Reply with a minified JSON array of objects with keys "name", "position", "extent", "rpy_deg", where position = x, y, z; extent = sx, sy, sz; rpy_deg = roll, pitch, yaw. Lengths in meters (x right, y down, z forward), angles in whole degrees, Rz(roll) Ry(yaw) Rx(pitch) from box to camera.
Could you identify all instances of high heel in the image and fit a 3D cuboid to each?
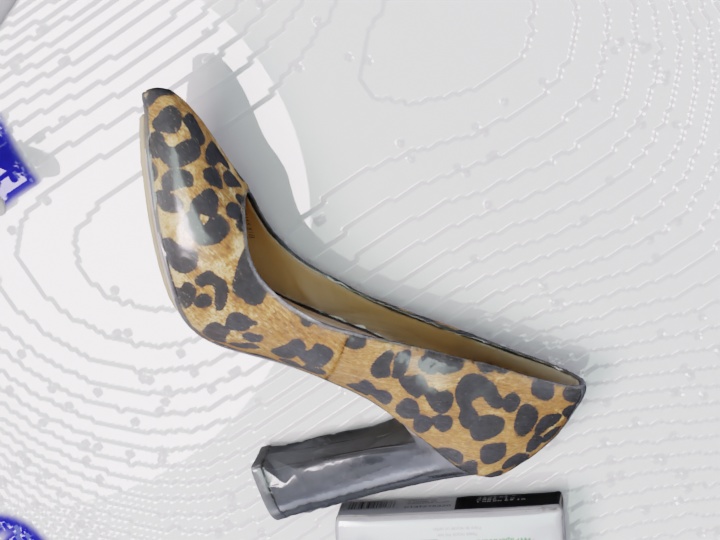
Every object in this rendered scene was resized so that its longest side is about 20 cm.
[{"name":"high heel","position":[0.000,0.000,1.183],"extent":[0.142,0.071,0.200],"rpy_deg":[-16,114,14]}]

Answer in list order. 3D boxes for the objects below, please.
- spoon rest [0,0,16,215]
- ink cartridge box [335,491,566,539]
[{"name":"spoon rest","position":[-0.156,-0.125,1.187],"extent":[0.099,0.061,0.200],"rpy_deg":[7,95,-23]},{"name":"ink cartridge box","position":[0.043,0.193,1.237],"extent":[0.095,0.037,0.200],"rpy_deg":[-3,97,5]}]
